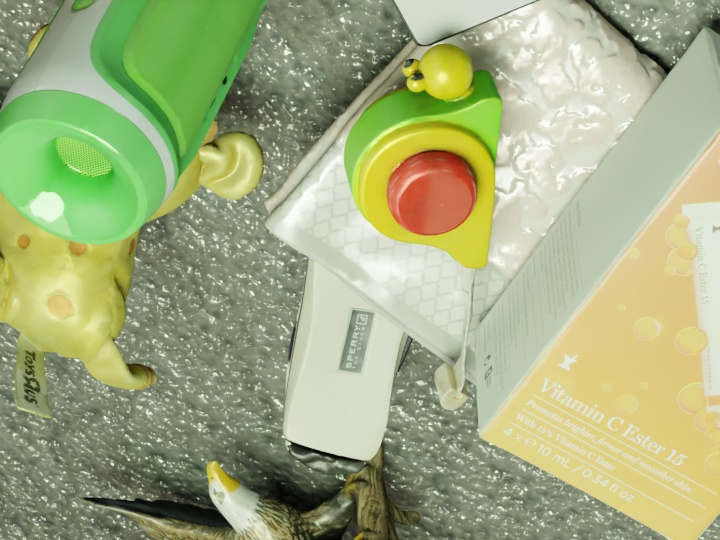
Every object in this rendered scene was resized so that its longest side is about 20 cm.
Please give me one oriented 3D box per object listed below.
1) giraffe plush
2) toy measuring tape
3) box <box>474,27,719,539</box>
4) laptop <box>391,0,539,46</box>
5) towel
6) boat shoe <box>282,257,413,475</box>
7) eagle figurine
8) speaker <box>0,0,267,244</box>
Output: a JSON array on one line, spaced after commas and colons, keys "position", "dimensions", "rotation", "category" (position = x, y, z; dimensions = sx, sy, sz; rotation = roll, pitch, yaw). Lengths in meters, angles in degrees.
[{"position": [-0.144, -0.049, 1.227], "dimensions": [0.172, 0.200, 0.162], "rotation": [15, 122, -40], "category": "giraffe plush"}, {"position": [0.025, -0.018, 1.138], "dimensions": [0.073, 0.074, 0.201], "rotation": [12, 126, 11], "category": "toy measuring tape"}, {"position": [0.158, 0.010, 1.130], "dimensions": [0.124, 0.098, 0.200], "rotation": [28, 117, -14], "category": "box"}, {"position": [0.040, -0.183, 0.992], "dimensions": [0.200, 0.116, 0.188], "rotation": [-19, 109, 34], "category": "laptop"}, {"position": [0.083, -0.033, 1.181], "dimensions": [0.200, 0.032, 0.191], "rotation": [37, 114, -18], "category": "towel"}, {"position": [0.000, 0.000, 1.271], "dimensions": [0.074, 0.093, 0.201], "rotation": [16, 109, -11], "category": "boat shoe"}, {"position": [-0.066, 0.173, 1.429], "dimensions": [0.200, 0.152, 0.151], "rotation": [-25, 85, 21], "category": "eagle figurine"}, {"position": [-0.097, -0.106, 1.099], "dimensions": [0.088, 0.200, 0.089], "rotation": [12, 138, 11], "category": "speaker"}]
